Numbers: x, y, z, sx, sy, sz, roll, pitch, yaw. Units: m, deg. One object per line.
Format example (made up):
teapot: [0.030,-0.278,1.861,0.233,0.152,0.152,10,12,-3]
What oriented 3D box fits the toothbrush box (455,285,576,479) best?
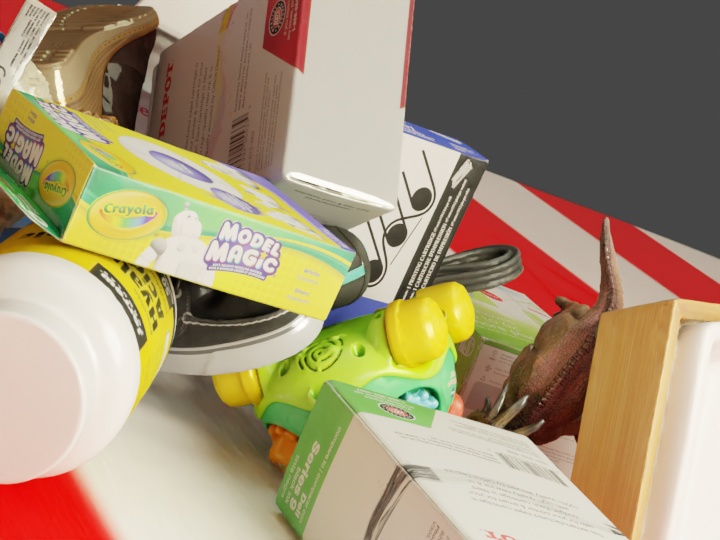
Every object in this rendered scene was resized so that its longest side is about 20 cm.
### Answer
toothbrush box: [0.093,0.069,1.465,0.145,0.087,0.200,20,11,-27]

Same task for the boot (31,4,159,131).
boot: [-0.180,-0.082,1.300,0.072,0.168,0.200,3,23,12]

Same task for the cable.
cable: [0.019,0.025,1.396,0.198,0.051,0.097,-15,15,-23]

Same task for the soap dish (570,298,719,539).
soap dish: [0.192,0.117,1.197,0.081,0.202,0.157,12,3,34]

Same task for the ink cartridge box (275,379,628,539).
ink cartridge box: [0.060,0.149,1.021,0.145,0.085,0.200,19,13,-28]

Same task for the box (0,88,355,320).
box: [-0.112,-0.038,1.032,0.199,0.049,0.117,16,15,-38]

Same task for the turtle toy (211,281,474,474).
turtle toy: [0.006,0.072,1.181,0.144,0.102,0.200,-14,1,17]

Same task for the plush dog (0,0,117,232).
plush dog: [-0.237,-0.076,1.126,0.159,0.202,0.171,-9,6,-24]

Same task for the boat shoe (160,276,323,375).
boat shoe: [-0.120,0.010,1.124,0.198,0.067,0.070,5,41,23]

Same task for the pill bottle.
pill bottle: [-0.159,0.040,0.980,0.110,0.112,0.200,24,12,-2]

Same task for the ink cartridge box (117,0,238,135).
ink cartridge box: [-0.124,-0.113,1.450,0.128,0.201,0.125,28,51,12]

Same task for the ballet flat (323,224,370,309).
ballet flat: [-0.090,0.011,1.197,0.198,0.069,0.068,-13,13,25]

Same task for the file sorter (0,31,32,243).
file sorter: [-0.301,-0.117,1.365,0.199,0.124,0.139,30,13,20]

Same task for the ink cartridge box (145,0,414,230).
ink cartridge box: [-0.058,-0.092,1.234,0.082,0.147,0.199,15,-19,-29]

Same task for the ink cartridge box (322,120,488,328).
ink cartridge box: [0.000,0.000,1.273,0.093,0.201,0.044,16,15,-39]

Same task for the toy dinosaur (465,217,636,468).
toy dinosaur: [0.123,0.071,1.223,0.085,0.201,0.135,33,16,18]
